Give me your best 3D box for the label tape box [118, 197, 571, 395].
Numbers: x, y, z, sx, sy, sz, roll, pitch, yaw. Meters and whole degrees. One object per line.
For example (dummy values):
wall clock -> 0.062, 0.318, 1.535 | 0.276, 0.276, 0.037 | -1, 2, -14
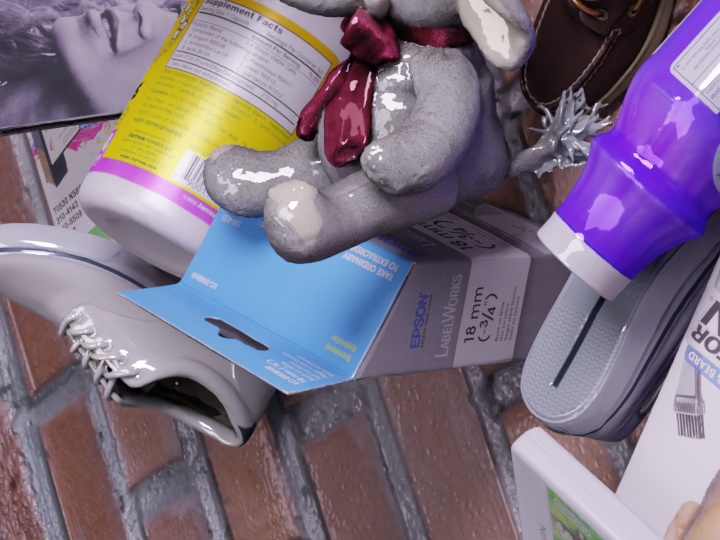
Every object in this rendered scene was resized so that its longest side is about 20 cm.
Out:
label tape box -> 0.000, 0.000, 1.122 | 0.144, 0.200, 0.063 | 26, 113, 43

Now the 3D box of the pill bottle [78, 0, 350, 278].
pill bottle -> -0.066, -0.097, 1.210 | 0.104, 0.104, 0.200 | 14, 70, 46

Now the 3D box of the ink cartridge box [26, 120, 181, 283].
ink cartridge box -> -0.132, -0.090, 1.345 | 0.145, 0.084, 0.200 | -34, 69, 44

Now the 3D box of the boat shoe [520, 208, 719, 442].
boat shoe -> 0.147, -0.008, 1.060 | 0.074, 0.067, 0.200 | 38, 98, 39

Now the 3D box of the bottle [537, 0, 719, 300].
bottle -> 0.162, -0.075, 0.977 | 0.200, 0.083, 0.065 | -48, 52, 8

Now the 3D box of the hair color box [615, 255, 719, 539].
hair color box -> 0.196, 0.077, 1.016 | 0.109, 0.065, 0.200 | 41, 123, 39

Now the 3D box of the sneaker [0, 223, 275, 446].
sneaker -> -0.138, 0.038, 1.282 | 0.073, 0.200, 0.071 | -50, 19, 49

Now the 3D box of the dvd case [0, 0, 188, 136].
dvd case -> -0.142, -0.159, 1.269 | 0.016, 0.200, 0.149 | -45, 60, 57

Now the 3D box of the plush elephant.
plush elephant -> 0.016, -0.107, 1.033 | 0.165, 0.200, 0.155 | -126, 23, -74

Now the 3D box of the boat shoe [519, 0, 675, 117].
boat shoe -> 0.121, -0.157, 1.071 | 0.072, 0.072, 0.200 | 55, 131, 30

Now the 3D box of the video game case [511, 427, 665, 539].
video game case -> 0.147, 0.191, 1.040 | 0.200, 0.022, 0.182 | 42, 156, 37
